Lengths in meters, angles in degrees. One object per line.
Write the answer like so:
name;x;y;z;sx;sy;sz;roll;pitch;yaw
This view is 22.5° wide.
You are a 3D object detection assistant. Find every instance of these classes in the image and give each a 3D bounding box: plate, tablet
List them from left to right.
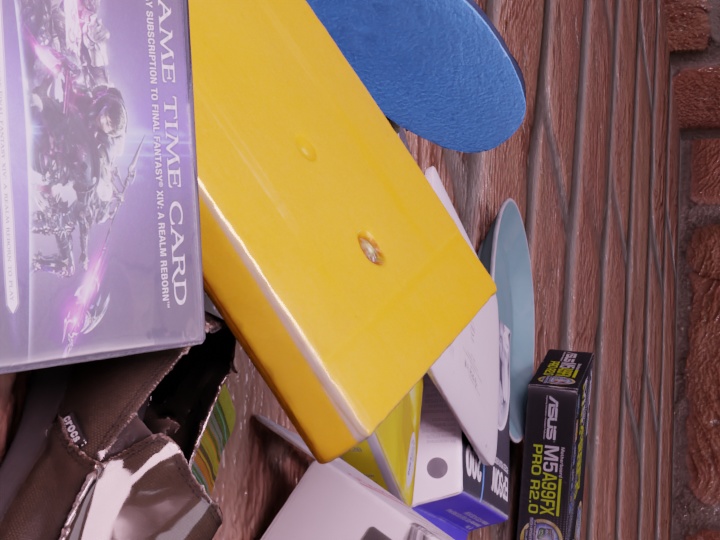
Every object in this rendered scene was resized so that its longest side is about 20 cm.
tablet;0.066;0.033;1.156;0.200;0.014;0.131;59;30;-61
plate;0.117;0.041;1.494;0.200;0.025;0.202;-1;90;-76

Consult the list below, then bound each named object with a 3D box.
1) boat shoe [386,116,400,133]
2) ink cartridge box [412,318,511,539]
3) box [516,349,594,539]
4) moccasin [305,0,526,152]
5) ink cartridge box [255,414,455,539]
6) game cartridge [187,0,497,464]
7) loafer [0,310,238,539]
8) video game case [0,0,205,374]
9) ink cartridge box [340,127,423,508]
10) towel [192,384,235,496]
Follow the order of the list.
boat shoe;-0.034;-0.041;0.846;0.201;0.071;0.067;-29;121;-68
ink cartridge box;0.071;0.121;1.270;0.198;0.043;0.202;41;49;-71
box;0.168;0.181;1.572;0.160;0.044;0.202;-30;125;-75
moccasin;0.005;-0.138;0.841;0.200;0.080;0.068;42;23;-25
ink cartridge box;0.024;0.158;0.888;0.067;0.199;0.116;-56;155;-3
game cartridge;-0.033;-0.041;0.720;0.201;0.032;0.176;55;26;-2
loafer;-0.084;0.083;0.614;0.073;0.071;0.201;68;24;-52
video game case;-0.111;-0.041;0.544;0.200;0.019;0.144;-6;93;-62
ink cartridge box;0.000;0.000;1.013;0.200;0.047;0.199;71;22;-53
towel;-0.082;0.115;0.729;0.086;0.018;0.201;71;22;-46
